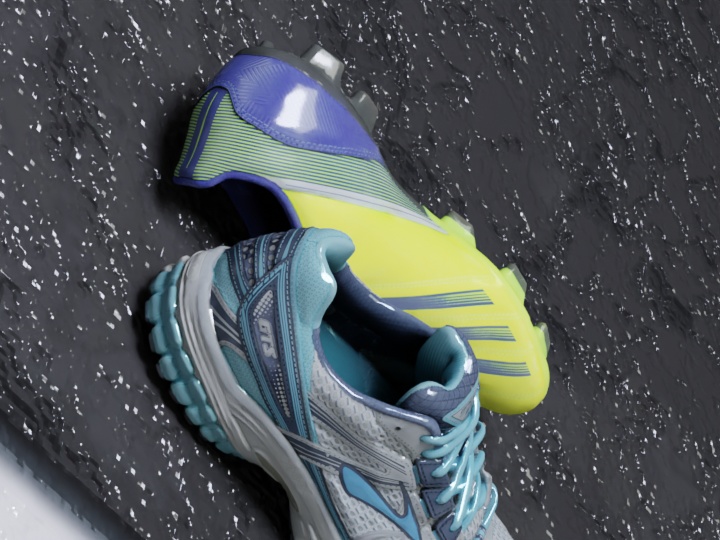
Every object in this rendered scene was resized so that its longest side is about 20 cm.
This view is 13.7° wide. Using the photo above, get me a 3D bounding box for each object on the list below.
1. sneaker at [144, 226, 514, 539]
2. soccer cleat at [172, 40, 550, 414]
[{"bbox_3d":[0.012,0.065,1.067,0.200,0.086,0.078,49,36,-26],"label":"sneaker"},{"bbox_3d":[-0.001,0.000,1.136,0.200,0.065,0.084,49,64,-33],"label":"soccer cleat"}]
